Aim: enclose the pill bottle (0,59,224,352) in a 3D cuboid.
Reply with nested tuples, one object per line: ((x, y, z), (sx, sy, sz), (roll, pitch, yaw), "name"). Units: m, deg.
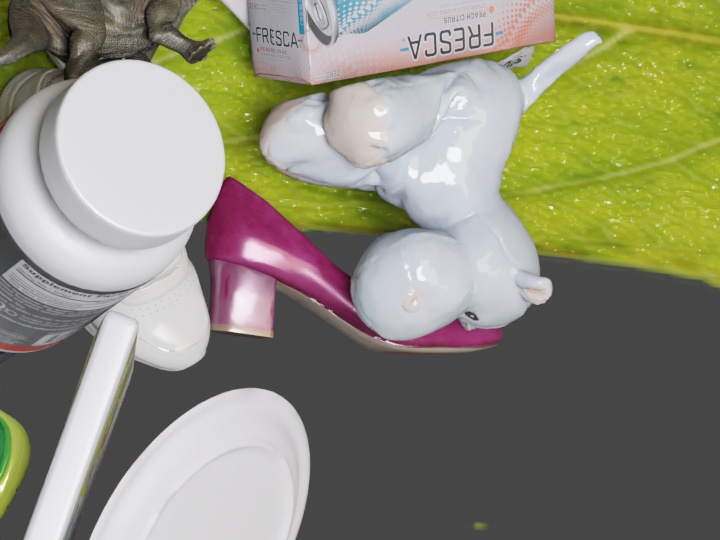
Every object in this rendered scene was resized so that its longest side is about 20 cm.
((-0.155, -0.035, 1.398), (0.115, 0.200, 0.117), (10, 69, -26), "pill bottle")

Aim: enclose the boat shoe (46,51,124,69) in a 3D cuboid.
((-0.164, -0.215, 1.559), (0.075, 0.060, 0.201), (-9, 91, -25), "boat shoe")

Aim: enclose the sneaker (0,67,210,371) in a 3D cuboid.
((-0.146, -0.028, 1.537), (0.075, 0.099, 0.201), (-35, 103, -24), "sneaker")

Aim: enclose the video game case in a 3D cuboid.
((-0.169, 0.131, 1.475), (0.023, 0.182, 0.201), (20, 79, -2), "video game case")

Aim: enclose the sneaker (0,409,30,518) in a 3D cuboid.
((-0.265, 0.158, 1.489), (0.083, 0.074, 0.201), (36, 64, -21), "sneaker")

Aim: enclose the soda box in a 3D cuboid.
((0.028, -0.163, 1.617), (0.199, 0.063, 0.069), (-14, 106, -36), "soda box")

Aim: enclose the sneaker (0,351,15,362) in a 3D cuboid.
((-0.261, -0.029, 1.501), (0.146, 0.077, 0.203), (-26, 90, -32), "sneaker")

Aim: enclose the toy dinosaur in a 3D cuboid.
((-0.149, -0.142, 1.486), (0.199, 0.077, 0.103), (-23, 71, -28), "toy dinosaur")

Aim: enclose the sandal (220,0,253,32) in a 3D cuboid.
((-0.082, -0.197, 1.602), (0.079, 0.059, 0.207), (-49, 128, -17), "sandal")

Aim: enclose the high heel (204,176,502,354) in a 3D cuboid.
((0.000, 0.000, 1.619), (0.199, 0.067, 0.097), (7, 85, -25), "high heel")

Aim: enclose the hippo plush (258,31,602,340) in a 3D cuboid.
((0.040, -0.039, 1.587), (0.199, 0.159, 0.162), (-15, 93, -30), "hippo plush")

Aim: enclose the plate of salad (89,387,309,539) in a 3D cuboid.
((-0.103, 0.157, 1.538), (0.200, 0.048, 0.201), (-34, 137, -39), "plate of salad")
